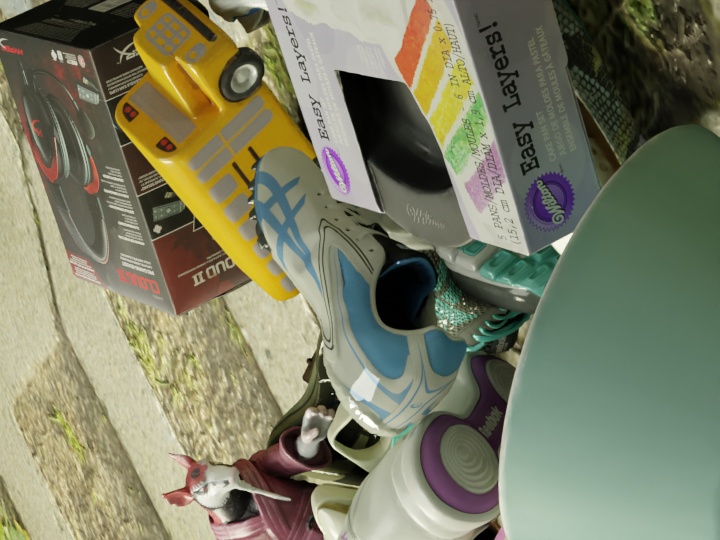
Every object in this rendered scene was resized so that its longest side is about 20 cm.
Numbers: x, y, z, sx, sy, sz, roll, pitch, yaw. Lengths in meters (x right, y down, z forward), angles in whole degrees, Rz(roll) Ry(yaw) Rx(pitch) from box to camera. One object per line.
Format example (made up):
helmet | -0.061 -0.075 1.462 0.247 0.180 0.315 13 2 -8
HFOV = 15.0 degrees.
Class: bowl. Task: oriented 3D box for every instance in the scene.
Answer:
bowl | 0.153 0.049 1.151 0.105 0.201 0.202 21 136 27

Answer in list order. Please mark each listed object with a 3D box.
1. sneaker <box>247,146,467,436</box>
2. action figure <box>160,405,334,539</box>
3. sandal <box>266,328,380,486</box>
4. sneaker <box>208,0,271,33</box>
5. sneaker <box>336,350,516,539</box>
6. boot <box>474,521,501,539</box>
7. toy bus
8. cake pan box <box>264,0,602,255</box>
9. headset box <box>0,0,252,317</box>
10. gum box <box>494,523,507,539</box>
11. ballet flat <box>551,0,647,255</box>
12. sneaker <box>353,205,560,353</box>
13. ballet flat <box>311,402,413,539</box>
sneaker | 0.000 0.000 1.371 0.072 0.072 0.200 37 -163 -42
action figure | -0.025 0.147 1.607 0.199 0.135 0.149 26 -179 -11
sandal | 0.000 0.066 1.595 0.201 0.079 0.058 115 169 -51
sneaker | -0.090 -0.199 1.478 0.200 0.080 0.147 25 132 46
sneaker | 0.041 0.102 1.396 0.100 0.200 0.075 -44 83 25
boot | 0.106 0.224 1.490 0.201 0.076 0.156 60 174 35
toy bus | -0.072 -0.069 1.519 0.065 0.078 0.200 43 174 38
cake pan box | 0.021 -0.110 1.220 0.184 0.052 0.201 22 135 60
headset box | -0.143 -0.067 1.719 0.148 0.075 0.201 19 131 56
gum box | 0.130 0.144 1.324 0.114 0.066 0.201 46 125 31
ballet flat | 0.093 -0.060 1.268 0.201 0.072 0.072 58 155 13
sneaker | 0.068 0.002 1.389 0.200 0.077 0.092 28 143 66
ballet flat | 0.011 0.113 1.508 0.067 0.070 0.201 -99 24 -74
